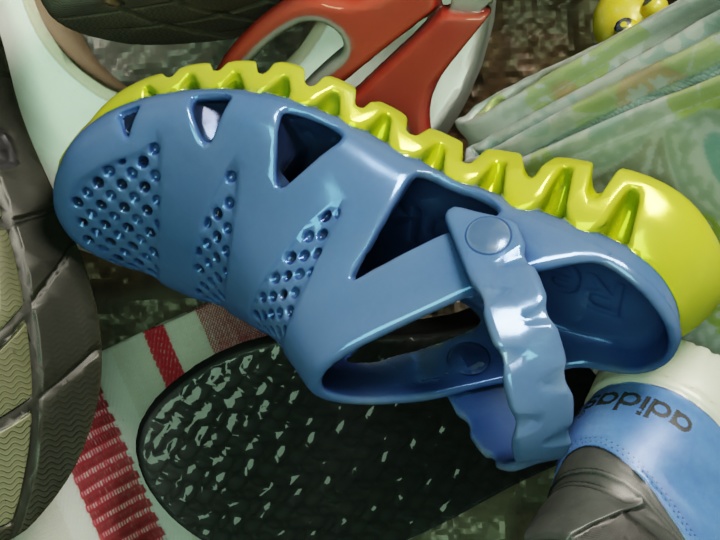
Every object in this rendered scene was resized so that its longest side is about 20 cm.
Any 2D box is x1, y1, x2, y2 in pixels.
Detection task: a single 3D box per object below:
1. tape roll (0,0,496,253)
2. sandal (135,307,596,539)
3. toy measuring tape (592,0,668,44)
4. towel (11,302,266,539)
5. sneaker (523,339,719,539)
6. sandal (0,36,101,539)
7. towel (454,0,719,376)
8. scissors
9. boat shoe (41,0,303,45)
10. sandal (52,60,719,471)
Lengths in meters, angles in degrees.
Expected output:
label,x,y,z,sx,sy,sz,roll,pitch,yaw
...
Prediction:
label,x,y,z,sx,sy,sz,roll,pitch,yaw
tape roll,-0.055,-0.102,0.819,0.201,0.071,0.204,0,92,5
sandal,0.022,0.043,0.816,0.199,0.048,0.076,-14,103,-18
toy measuring tape,0.145,-0.015,0.802,0.074,0.074,0.200,-41,87,4
towel,-0.080,0.102,0.800,0.199,0.023,0.145,-24,88,-28
sneaker,0.111,0.129,0.763,0.076,0.111,0.200,-6,127,41
sandal,-0.132,-0.012,0.766,0.079,0.057,0.202,-2,72,-37
towel,0.144,-0.002,0.753,0.171,0.048,0.200,-25,114,37
scissors,0.027,-0.086,0.722,0.073,0.014,0.200,36,126,-8
boat shoe,-0.005,-0.126,0.750,0.199,0.075,0.074,-19,75,3
sandal,0.000,0.000,0.723,0.199,0.080,0.087,13,52,16
